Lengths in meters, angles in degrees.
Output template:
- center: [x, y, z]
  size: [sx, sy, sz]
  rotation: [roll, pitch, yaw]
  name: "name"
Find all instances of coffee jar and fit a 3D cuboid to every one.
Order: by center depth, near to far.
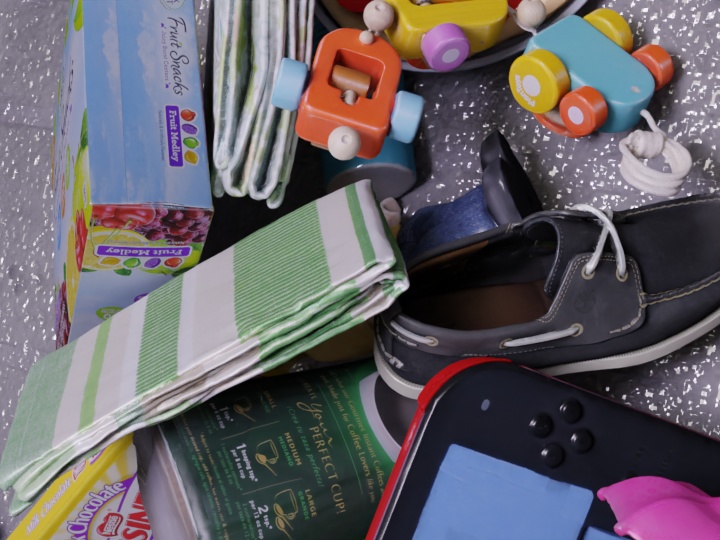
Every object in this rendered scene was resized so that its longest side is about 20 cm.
- center: [-0.001, 0.092, 0.744]
  size: [0.086, 0.198, 0.105]
  rotation: [111, 140, -54]
  name: "coffee jar"

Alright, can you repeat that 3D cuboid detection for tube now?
- center: [-0.007, -0.137, 0.884]
  size: [0.077, 0.050, 0.202]
  rotation: [-16, 66, 18]
  name: "tube"

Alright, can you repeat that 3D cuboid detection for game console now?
- center: [0.079, 0.152, 0.698]
  size: [0.031, 0.176, 0.201]
  rotation: [-142, 74, -76]
  name: "game console"

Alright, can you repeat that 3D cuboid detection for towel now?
- center: [-0.073, 0.028, 0.716]
  size: [0.199, 0.023, 0.153]
  rotation: [-31, 19, 5]
  name: "towel"
- center: [-0.054, -0.140, 0.820]
  size: [0.200, 0.048, 0.173]
  rotation: [-111, 26, -68]
  name: "towel"

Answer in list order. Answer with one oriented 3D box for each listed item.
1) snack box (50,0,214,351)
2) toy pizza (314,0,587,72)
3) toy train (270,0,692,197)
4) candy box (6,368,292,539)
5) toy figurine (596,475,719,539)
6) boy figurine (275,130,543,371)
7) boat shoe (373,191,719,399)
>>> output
- center: [-0.131, -0.052, 0.855]
  size: [0.200, 0.067, 0.170]
  rotation: [118, 149, -56]
  name: "snack box"
- center: [0.050, -0.205, 0.836]
  size: [0.198, 0.032, 0.202]
  rotation: [-6, 74, 20]
  name: "toy pizza"
- center: [0.056, -0.081, 0.754]
  size: [0.056, 0.198, 0.151]
  rotation: [111, 169, -48]
  name: "toy train"
- center: [-0.107, 0.116, 0.836]
  size: [0.200, 0.102, 0.027]
  rotation: [-48, 38, 33]
  name: "candy box"
- center: [0.117, 0.181, 0.652]
  size: [0.198, 0.150, 0.186]
  rotation: [-7, 78, 20]
  name: "toy figurine"
- center: [0.000, 0.000, 0.815]
  size: [0.199, 0.065, 0.125]
  rotation: [-24, 25, 19]
  name: "boy figurine"
- center: [0.102, 0.003, 0.712]
  size: [0.198, 0.068, 0.072]
  rotation: [-16, 54, -8]
  name: "boat shoe"
